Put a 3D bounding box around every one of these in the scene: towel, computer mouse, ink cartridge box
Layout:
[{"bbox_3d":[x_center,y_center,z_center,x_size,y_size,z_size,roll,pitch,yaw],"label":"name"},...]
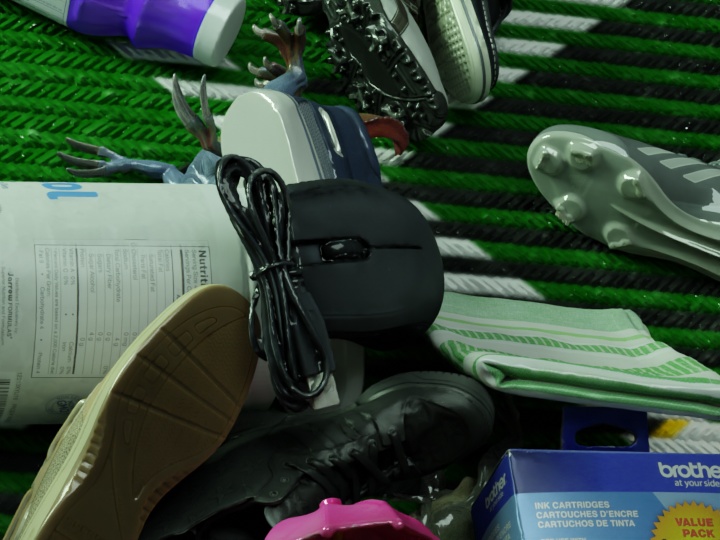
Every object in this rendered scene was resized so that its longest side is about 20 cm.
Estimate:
[{"bbox_3d":[0.111,0.043,1.522,0.152,0.024,0.200,7,11,-12],"label":"towel"},{"bbox_3d":[0.000,0.000,1.454,0.200,0.053,0.139,-3,75,-65],"label":"computer mouse"},{"bbox_3d":[0.137,0.170,1.420,0.136,0.076,0.201,1,58,-17],"label":"ink cartridge box"}]

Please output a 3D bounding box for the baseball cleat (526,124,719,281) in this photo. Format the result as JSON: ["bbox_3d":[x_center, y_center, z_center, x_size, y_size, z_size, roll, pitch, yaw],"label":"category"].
[{"bbox_3d":[0.199,-0.047,1.693,0.199,0.070,0.107,28,38,-3],"label":"baseball cleat"}]

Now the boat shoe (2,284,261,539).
[{"bbox_3d":[-0.126,0.090,1.390,0.071,0.064,0.200,42,74,-27],"label":"boat shoe"}]

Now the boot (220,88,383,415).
[{"bbox_3d":[-0.014,-0.007,1.557,0.090,0.073,0.201,3,71,-48],"label":"boot"}]

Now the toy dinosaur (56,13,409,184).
[{"bbox_3d":[-0.072,-0.060,1.601,0.199,0.105,0.182,24,62,-9],"label":"toy dinosaur"}]

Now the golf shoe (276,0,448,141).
[{"bbox_3d":[0.015,-0.167,1.735,0.094,0.078,0.200,-16,55,-30],"label":"golf shoe"}]

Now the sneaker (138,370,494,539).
[{"bbox_3d":[-0.028,0.115,1.416,0.199,0.060,0.104,-11,32,14],"label":"sneaker"}]

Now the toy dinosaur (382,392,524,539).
[{"bbox_3d":[0.063,0.118,1.496,0.199,0.048,0.088,-10,65,-26],"label":"toy dinosaur"}]

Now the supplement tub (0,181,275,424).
[{"bbox_3d":[-0.150,0.017,1.464,0.199,0.132,0.132,0,47,-18],"label":"supplement tub"}]

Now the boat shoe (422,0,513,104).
[{"bbox_3d":[0.073,-0.185,1.774,0.062,0.075,0.201,1,41,-9],"label":"boat shoe"}]

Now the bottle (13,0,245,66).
[{"bbox_3d":[-0.169,-0.190,1.706,0.199,0.065,0.084,25,45,7],"label":"bottle"}]

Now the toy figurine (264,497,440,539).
[{"bbox_3d":[0.011,0.195,1.295,0.184,0.150,0.200,33,76,33],"label":"toy figurine"}]
